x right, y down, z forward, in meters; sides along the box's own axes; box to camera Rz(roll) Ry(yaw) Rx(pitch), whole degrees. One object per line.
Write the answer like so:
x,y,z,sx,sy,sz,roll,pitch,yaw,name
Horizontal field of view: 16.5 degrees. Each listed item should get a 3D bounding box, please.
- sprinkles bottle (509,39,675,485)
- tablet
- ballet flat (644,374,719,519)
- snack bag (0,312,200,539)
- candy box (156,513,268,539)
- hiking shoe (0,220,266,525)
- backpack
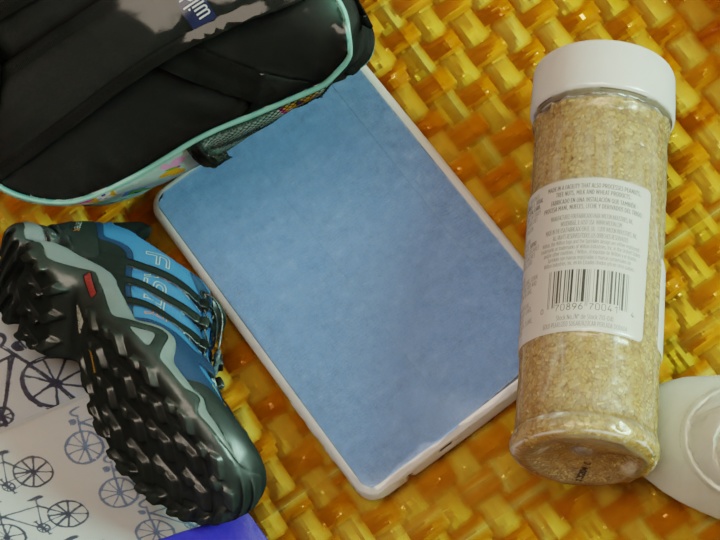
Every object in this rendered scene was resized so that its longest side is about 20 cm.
0.107,-0.005,1.136,0.068,0.068,0.200,-1,64,13,sprinkles bottle
0.000,0.000,1.199,0.130,0.014,0.200,-37,65,-2,tablet
0.205,0.091,1.086,0.200,0.069,0.070,25,77,21,ballet flat
-0.182,0.083,1.148,0.188,0.021,0.200,-21,52,-32,snack bag
-0.089,0.205,1.043,0.169,0.200,0.077,52,129,25,candy box
-0.090,0.035,1.151,0.087,0.074,0.200,-15,47,-33,hiking shoe
-0.112,-0.125,1.184,0.200,0.153,0.176,-30,92,2,backpack
